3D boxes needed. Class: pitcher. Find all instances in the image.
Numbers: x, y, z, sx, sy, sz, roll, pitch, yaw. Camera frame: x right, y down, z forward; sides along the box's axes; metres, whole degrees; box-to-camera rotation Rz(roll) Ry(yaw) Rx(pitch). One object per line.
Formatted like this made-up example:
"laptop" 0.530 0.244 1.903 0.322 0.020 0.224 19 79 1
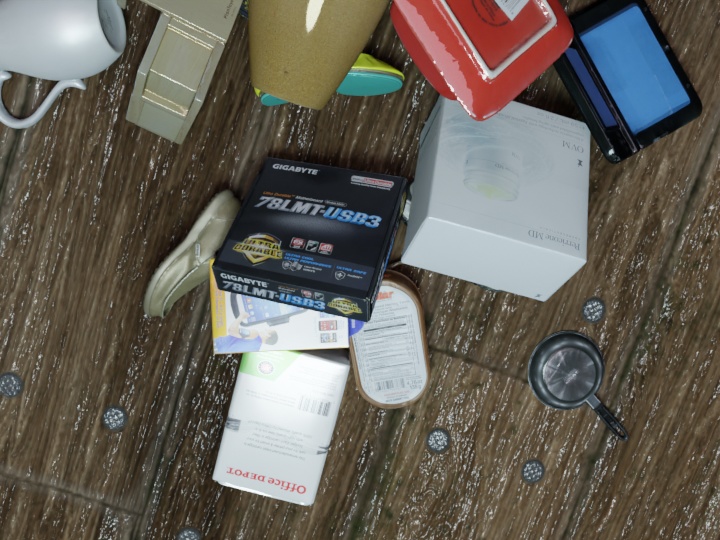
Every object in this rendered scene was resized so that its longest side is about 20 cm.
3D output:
"pitcher" -0.393 -0.272 0.951 0.195 0.122 0.174 -7 121 8

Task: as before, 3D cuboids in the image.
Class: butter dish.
"butter dish" 0.116 -0.288 0.892 0.199 0.147 0.201 -41 101 -22

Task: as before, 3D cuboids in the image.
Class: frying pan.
"frying pan" 0.310 0.181 1.096 0.113 0.031 0.193 -20 97 2

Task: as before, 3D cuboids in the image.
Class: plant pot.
"plant pot" -0.059 -0.301 0.886 0.183 0.187 0.203 18 107 -6

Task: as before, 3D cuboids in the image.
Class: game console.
"game console" 0.331 -0.255 0.965 0.115 0.175 0.203 -31 86 30

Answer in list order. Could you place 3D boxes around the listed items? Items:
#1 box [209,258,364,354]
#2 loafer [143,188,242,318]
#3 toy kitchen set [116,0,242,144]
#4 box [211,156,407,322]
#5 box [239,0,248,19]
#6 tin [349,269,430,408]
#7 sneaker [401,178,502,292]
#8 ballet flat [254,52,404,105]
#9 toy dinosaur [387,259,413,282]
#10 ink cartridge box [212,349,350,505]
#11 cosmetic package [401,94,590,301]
"box" -0.091 0.040 0.970 0.195 0.041 0.122 -3 91 1
"loafer" -0.215 -0.013 1.011 0.067 0.076 0.201 36 96 -2
"toy kitchen set" -0.246 -0.301 0.927 0.161 0.180 0.204 23 75 -17
"box" -0.057 -0.046 0.941 0.196 0.201 0.050 11 144 12
"box" -0.106 -0.416 0.966 0.159 0.049 0.202 30 97 -11
"tin" 0.038 0.098 1.038 0.109 0.042 0.204 -11 113 0
"sneaker" 0.132 -0.048 1.027 0.200 0.074 0.079 44 90 -8
"ballet flat" -0.043 -0.262 0.990 0.195 0.067 0.069 -7 77 0
"toy dinosaur" 0.000 0.000 1.034 0.198 0.058 0.102 31 98 -7
"ink cartridge box" -0.107 0.198 1.046 0.143 0.084 0.204 15 97 -5
"cosmetic package" 0.169 -0.096 0.946 0.195 0.123 0.204 14 64 -7
